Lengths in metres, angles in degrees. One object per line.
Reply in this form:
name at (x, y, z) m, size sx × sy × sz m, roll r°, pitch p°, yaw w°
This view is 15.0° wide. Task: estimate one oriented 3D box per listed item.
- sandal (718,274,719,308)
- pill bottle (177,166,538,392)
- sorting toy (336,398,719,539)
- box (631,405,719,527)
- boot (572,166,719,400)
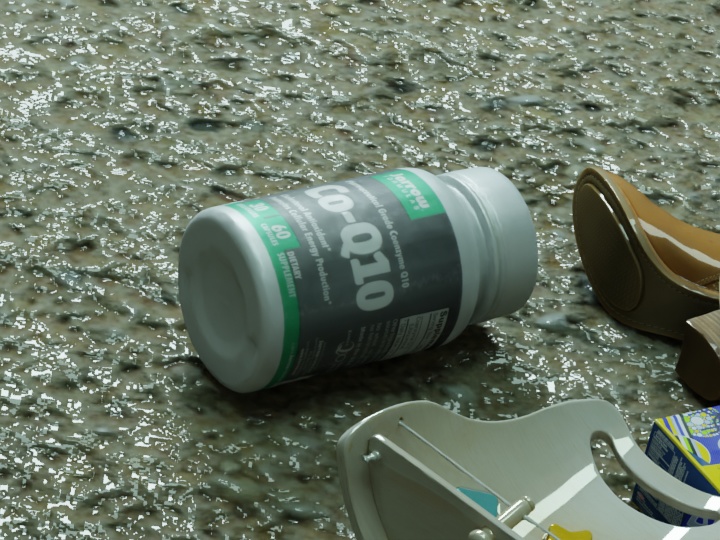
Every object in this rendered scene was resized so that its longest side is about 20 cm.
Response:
sandal at (0.250, 0.052, 1.613) m, size 0.078 × 0.070 × 0.212 m, roll -20°, pitch 57°, yaw 17°
pill bottle at (0.000, 0.000, 1.657) m, size 0.200 × 0.113 × 0.113 m, roll -13°, pitch 40°, yaw -31°
sorting toy at (0.116, 0.138, 1.472) m, size 0.180 × 0.107 × 0.200 m, roll -29°, pitch 49°, yaw -35°
box at (0.237, 0.159, 1.530) m, size 0.070 × 0.064 × 0.200 m, roll -10°, pitch 39°, yaw -27°
boot at (0.241, -0.006, 1.759) m, size 0.155 × 0.077 × 0.200 m, roll -15°, pitch 45°, yaw -29°
